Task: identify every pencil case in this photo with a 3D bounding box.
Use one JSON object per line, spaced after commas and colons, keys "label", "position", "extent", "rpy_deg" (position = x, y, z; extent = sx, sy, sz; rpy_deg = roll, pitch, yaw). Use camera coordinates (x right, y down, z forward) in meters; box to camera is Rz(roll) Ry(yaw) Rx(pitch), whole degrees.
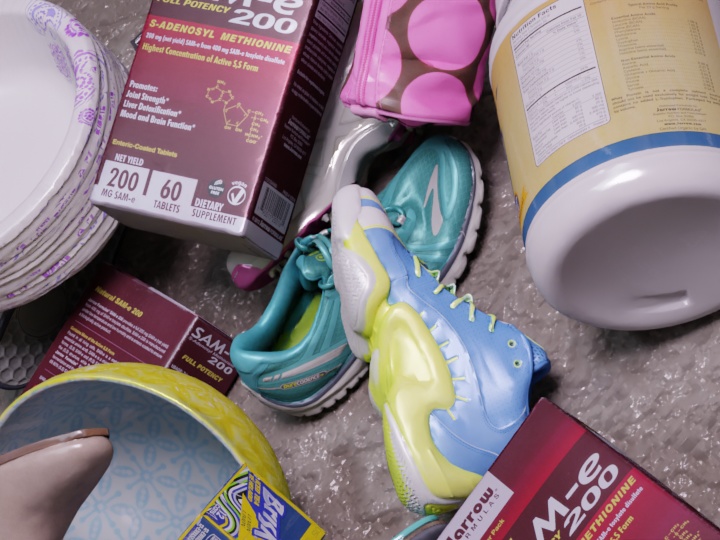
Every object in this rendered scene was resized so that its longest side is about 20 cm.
{"label": "pencil case", "position": [0.038, -0.179, 1.546], "extent": [0.090, 0.094, 0.201], "rpy_deg": [19, 113, 28]}

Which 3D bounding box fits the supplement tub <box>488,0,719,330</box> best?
{"label": "supplement tub", "position": [0.150, -0.084, 1.485], "extent": [0.144, 0.145, 0.201], "rpy_deg": [-28, 50, 24]}

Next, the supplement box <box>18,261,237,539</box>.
{"label": "supplement box", "position": [-0.168, 0.106, 1.690], "extent": [0.109, 0.061, 0.201], "rpy_deg": [28, 85, 45]}

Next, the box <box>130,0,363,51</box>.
{"label": "box", "position": [-0.045, -0.163, 1.758], "extent": [0.200, 0.050, 0.158], "rpy_deg": [-43, 46, 11]}

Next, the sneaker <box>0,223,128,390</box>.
{"label": "sneaker", "position": [-0.233, -0.023, 1.807], "extent": [0.146, 0.077, 0.203], "rpy_deg": [16, 74, 41]}

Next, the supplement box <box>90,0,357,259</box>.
{"label": "supplement box", "position": [-0.077, -0.118, 1.602], "extent": [0.108, 0.061, 0.201], "rpy_deg": [12, 80, 24]}

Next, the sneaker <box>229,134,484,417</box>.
{"label": "sneaker", "position": [0.000, 0.000, 1.603], "extent": [0.200, 0.080, 0.077], "rpy_deg": [-52, 44, 1]}

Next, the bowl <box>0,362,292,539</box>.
{"label": "bowl", "position": [-0.117, 0.135, 1.580], "extent": [0.199, 0.201, 0.108], "rpy_deg": [-21, 11, 29]}

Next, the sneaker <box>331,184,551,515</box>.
{"label": "sneaker", "position": [0.048, 0.038, 1.530], "extent": [0.104, 0.076, 0.201], "rpy_deg": [-13, 74, -7]}

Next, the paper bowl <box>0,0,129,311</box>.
{"label": "paper bowl", "position": [-0.225, -0.066, 1.706], "extent": [0.200, 0.104, 0.202], "rpy_deg": [-17, 55, 26]}

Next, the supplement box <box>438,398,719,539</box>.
{"label": "supplement box", "position": [0.138, 0.164, 1.394], "extent": [0.109, 0.061, 0.200], "rpy_deg": [-54, 44, 1]}

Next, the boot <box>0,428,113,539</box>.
{"label": "boot", "position": [-0.194, 0.186, 1.499], "extent": [0.200, 0.070, 0.147], "rpy_deg": [-31, 63, 45]}

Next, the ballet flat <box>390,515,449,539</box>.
{"label": "ballet flat", "position": [-0.012, 0.222, 1.494], "extent": [0.200, 0.073, 0.073], "rpy_deg": [-39, 46, 8]}

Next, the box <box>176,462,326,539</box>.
{"label": "box", "position": [-0.106, 0.203, 1.501], "extent": [0.200, 0.064, 0.070], "rpy_deg": [-51, -1, 30]}

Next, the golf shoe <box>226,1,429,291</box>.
{"label": "golf shoe", "position": [-0.026, -0.079, 1.658], "extent": [0.091, 0.075, 0.200], "rpy_deg": [39, 86, 7]}
